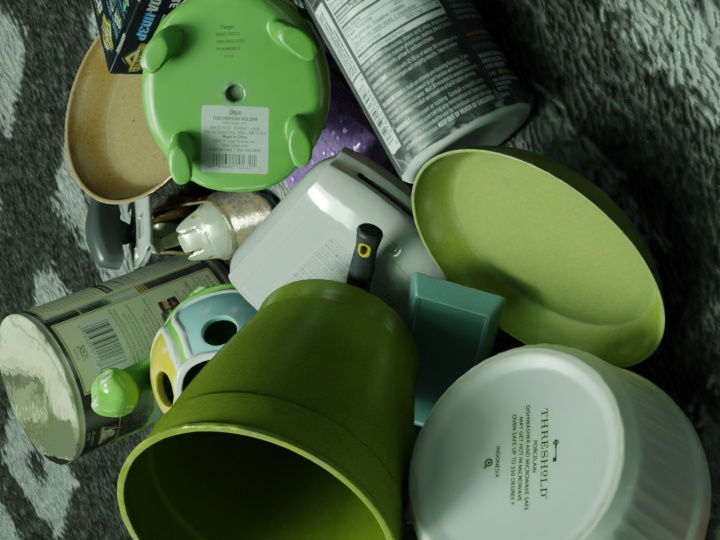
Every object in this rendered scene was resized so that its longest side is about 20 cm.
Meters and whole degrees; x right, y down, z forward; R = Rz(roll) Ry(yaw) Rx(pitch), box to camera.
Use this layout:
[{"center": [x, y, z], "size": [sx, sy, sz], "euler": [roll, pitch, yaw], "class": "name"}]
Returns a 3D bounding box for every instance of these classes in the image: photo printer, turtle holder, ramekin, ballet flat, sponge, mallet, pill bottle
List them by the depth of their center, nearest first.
[{"center": [0.121, 0.141, 1.118], "size": [0.202, 0.203, 0.094], "euler": [31, 175, 43], "class": "ramekin"}, {"center": [0.029, -0.171, 1.185], "size": [0.201, 0.106, 0.106], "euler": [62, 146, 11], "class": "pill bottle"}, {"center": [-0.099, -0.156, 1.265], "size": [0.186, 0.140, 0.132], "euler": [61, -171, -13], "class": "turtle holder"}, {"center": [0.001, 0.041, 1.267], "size": [0.066, 0.041, 0.200], "euler": [27, 140, 3], "class": "mallet"}, {"center": [0.000, 0.000, 1.313], "size": [0.166, 0.070, 0.200], "euler": [42, 145, -3], "class": "photo printer"}, {"center": [-0.040, -0.115, 1.383], "size": [0.200, 0.030, 0.112], "euler": [46, 141, 31], "class": "sponge"}, {"center": [-0.128, 0.080, 1.455], "size": [0.184, 0.132, 0.142], "euler": [19, 104, 1], "class": "turtle holder"}, {"center": [-0.147, -0.035, 1.544], "size": [0.199, 0.067, 0.068], "euler": [-3, 109, 55], "class": "ballet flat"}]

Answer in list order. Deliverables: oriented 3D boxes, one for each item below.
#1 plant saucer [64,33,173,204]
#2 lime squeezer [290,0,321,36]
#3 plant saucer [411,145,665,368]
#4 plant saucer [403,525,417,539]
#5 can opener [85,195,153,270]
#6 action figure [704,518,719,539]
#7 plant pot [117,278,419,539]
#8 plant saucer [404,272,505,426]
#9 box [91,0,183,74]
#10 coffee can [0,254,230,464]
[{"center": [-0.182, -0.150, 1.490], "size": [0.199, 0.035, 0.202], "euler": [-16, 64, 37], "class": "plant saucer"}, {"center": [-0.029, -0.216, 1.318], "size": [0.200, 0.038, 0.071], "euler": [1, 77, 56], "class": "lime squeezer"}, {"center": [0.125, -0.014, 1.149], "size": [0.199, 0.031, 0.200], "euler": [30, 151, 18], "class": "plant saucer"}, {"center": [0.054, 0.215, 1.290], "size": [0.200, 0.199, 0.036], "euler": [-21, 68, 56], "class": "plant saucer"}, {"center": [-0.219, -0.097, 1.550], "size": [0.053, 0.066, 0.201], "euler": [-36, 55, 56], "class": "can opener"}, {"center": [0.283, 0.242, 1.061], "size": [0.193, 0.104, 0.201], "euler": [13, 115, 63], "class": "action figure"}, {"center": [-0.042, 0.114, 1.194], "size": [0.199, 0.193, 0.201], "euler": [12, 133, 13], "class": "plant pot"}, {"center": [0.061, 0.070, 1.275], "size": [0.069, 0.019, 0.200], "euler": [16, 148, 6], "class": "plant saucer"}, {"center": [-0.195, -0.294, 1.440], "size": [0.159, 0.046, 0.201], "euler": [-54, 47, 52], "class": "box"}, {"center": [-0.218, 0.078, 1.586], "size": [0.146, 0.199, 0.147], "euler": [31, 132, 43], "class": "coffee can"}]
